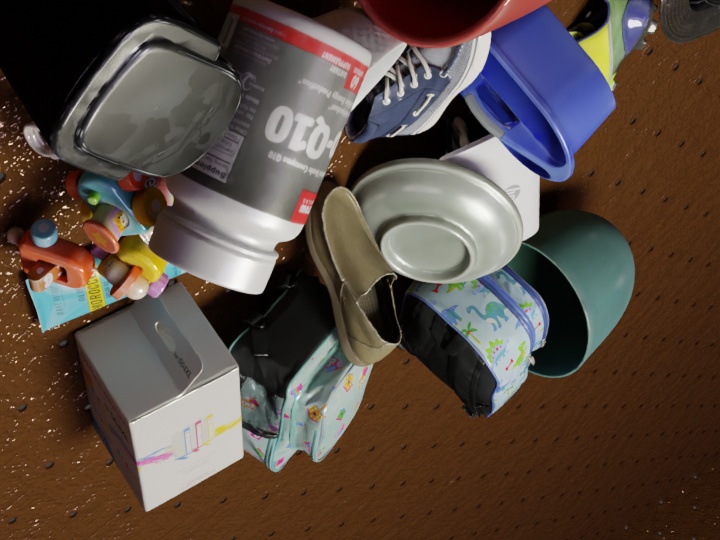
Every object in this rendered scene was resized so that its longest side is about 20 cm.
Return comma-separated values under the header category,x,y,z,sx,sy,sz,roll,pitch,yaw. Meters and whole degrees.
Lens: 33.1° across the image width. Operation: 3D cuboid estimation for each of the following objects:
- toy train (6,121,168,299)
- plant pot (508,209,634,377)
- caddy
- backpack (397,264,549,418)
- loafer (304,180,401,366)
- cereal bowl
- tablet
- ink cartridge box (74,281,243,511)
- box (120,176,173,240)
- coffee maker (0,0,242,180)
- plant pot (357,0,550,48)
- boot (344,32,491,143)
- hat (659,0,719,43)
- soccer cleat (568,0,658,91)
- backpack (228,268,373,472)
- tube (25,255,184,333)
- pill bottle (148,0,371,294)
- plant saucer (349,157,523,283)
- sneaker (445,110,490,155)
category,x,y,z,sx,sy,sz,roll,pitch,yaw
toy train,-0.229,-0.026,0.979,0.201,0.148,0.056,110,2,-55
plant pot,0.267,0.014,1.599,0.160,0.200,0.202,-33,151,-35
caddy,0.155,-0.180,1.202,0.105,0.201,0.141,-39,176,-12
backpack,0.140,0.063,1.498,0.147,0.183,0.200,-44,164,-14
loafer,0.000,0.000,1.278,0.067,0.203,0.076,-11,-170,42
cereal bowl,-0.055,-0.157,1.060,0.200,0.083,0.200,-46,-179,1
tablet,0.146,-0.080,1.346,0.129,0.014,0.201,-26,145,-12
ink cartridge box,-0.205,0.123,1.243,0.124,0.129,0.201,-27,147,-23
box,-0.174,-0.108,1.006,0.099,0.096,0.201,-28,147,-19
coffee maker,-0.199,-0.163,0.799,0.190,0.200,0.136,-10,138,-42
plant pot,0.106,-0.295,1.012,0.176,0.200,0.202,-18,144,-48
boot,0.051,-0.187,1.161,0.089,0.073,0.201,-19,158,-28
hat,0.397,-0.357,1.369,0.199,0.081,0.202,-24,143,-19
soccer cleat,0.265,-0.247,1.393,0.083,0.065,0.201,19,139,-9
backpack,-0.074,0.126,1.364,0.176,0.152,0.201,-54,173,-41
tube,-0.217,-0.005,1.150,0.198,0.051,0.078,-24,139,-19
pill bottle,-0.078,-0.093,0.910,0.113,0.113,0.202,14,101,-55
plant saucer,0.076,-0.037,1.314,0.201,0.197,0.051,88,13,-54
sneaker,0.112,-0.114,1.360,0.199,0.080,0.129,-41,144,13
